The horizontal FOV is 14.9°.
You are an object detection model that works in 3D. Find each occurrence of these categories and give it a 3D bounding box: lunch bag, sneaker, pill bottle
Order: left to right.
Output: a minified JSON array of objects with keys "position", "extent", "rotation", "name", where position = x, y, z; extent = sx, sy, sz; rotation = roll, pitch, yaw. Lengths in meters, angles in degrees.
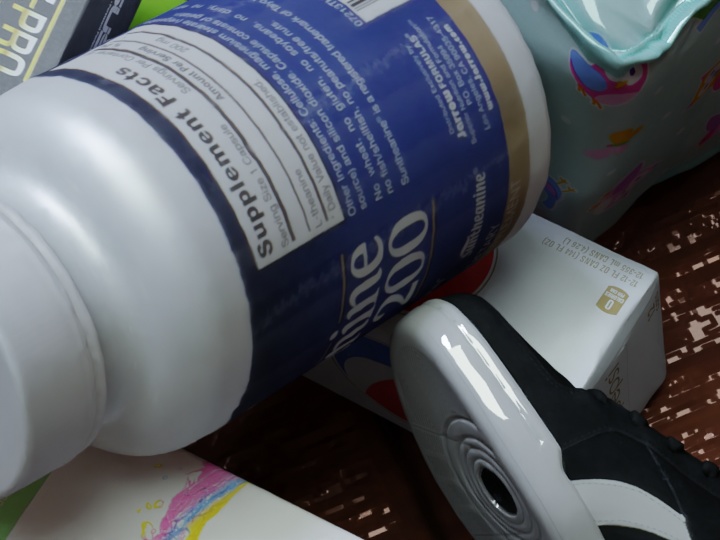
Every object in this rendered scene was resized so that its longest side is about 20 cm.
[{"position":[-0.047,-0.016,0.785],"extent":[0.111,0.111,0.200],"rotation":[37,47,26],"name":"pill bottle"},{"position":[0.043,-0.123,0.897],"extent":[0.122,0.170,0.200],"rotation":[-36,76,-17],"name":"lunch bag"},{"position":[0.103,0.070,0.823],"extent":[0.112,0.073,0.200],"rotation":[-36,95,-18],"name":"sneaker"}]

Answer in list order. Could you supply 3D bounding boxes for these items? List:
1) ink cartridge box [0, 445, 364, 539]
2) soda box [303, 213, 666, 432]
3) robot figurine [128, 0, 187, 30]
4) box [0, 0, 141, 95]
[{"position":[-0.033,0.116,0.816],"extent":[0.200,0.117,0.067],"rotation":[24,66,22],"name":"ink cartridge box"},{"position":[0.000,0.000,0.911],"extent":[0.200,0.068,0.064],"rotation":[26,65,22],"name":"soda box"},{"position":[-0.138,-0.112,0.929],"extent":[0.175,0.116,0.200],"rotation":[24,75,42],"name":"robot figurine"},{"position":[-0.174,-0.047,0.839],"extent":[0.161,0.049,0.200],"rotation":[24,90,14],"name":"box"}]
